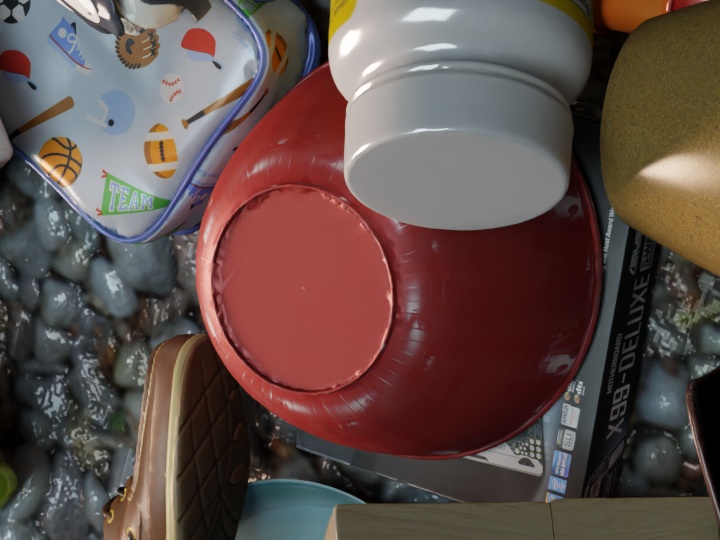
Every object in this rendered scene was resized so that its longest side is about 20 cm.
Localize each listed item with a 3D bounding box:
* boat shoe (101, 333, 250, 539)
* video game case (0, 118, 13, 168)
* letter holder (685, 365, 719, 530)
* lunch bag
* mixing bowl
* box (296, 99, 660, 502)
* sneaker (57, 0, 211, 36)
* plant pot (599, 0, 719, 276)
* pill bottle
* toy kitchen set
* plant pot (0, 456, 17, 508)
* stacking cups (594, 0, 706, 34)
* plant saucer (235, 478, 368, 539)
[{"bbox_3d":[-0.100,0.128,1.353,0.067,0.072,0.200,9,106,26],"label":"boat shoe"},{"bbox_3d":[-0.245,-0.128,1.386,0.200,0.023,0.182,67,157,2],"label":"video game case"},{"bbox_3d":[0.215,0.132,1.169,0.100,0.142,0.200,-18,90,30],"label":"letter holder"},{"bbox_3d":[-0.117,-0.119,1.348,0.200,0.076,0.160,44,114,16],"label":"lunch bag"},{"bbox_3d":[0.000,0.000,1.227,0.200,0.108,0.201,6,102,28],"label":"mixing bowl"},{"bbox_3d":[0.059,0.009,1.286,0.158,0.050,0.200,17,107,26],"label":"box"},{"bbox_3d":[-0.110,-0.175,1.226,0.130,0.079,0.199,42,145,4],"label":"sneaker"},{"bbox_3d":[0.208,-0.051,1.118,0.200,0.186,0.187,8,103,30],"label":"plant pot"},{"bbox_3d":[0.044,-0.127,1.151,0.114,0.114,0.200,-12,62,30],"label":"pill bottle"},{"bbox_3d":[0.074,0.227,1.213,0.180,0.163,0.200,0,62,-8],"label":"toy kitchen set"},{"bbox_3d":[-0.308,0.057,1.432,0.200,0.200,0.193,-30,72,30],"label":"plant pot"},{"bbox_3d":[0.097,-0.143,1.236,0.200,0.060,0.061,12,105,24],"label":"stacking cups"},{"bbox_3d":[-0.024,0.203,1.380,0.200,0.027,0.201,5,101,27],"label":"plant saucer"}]
